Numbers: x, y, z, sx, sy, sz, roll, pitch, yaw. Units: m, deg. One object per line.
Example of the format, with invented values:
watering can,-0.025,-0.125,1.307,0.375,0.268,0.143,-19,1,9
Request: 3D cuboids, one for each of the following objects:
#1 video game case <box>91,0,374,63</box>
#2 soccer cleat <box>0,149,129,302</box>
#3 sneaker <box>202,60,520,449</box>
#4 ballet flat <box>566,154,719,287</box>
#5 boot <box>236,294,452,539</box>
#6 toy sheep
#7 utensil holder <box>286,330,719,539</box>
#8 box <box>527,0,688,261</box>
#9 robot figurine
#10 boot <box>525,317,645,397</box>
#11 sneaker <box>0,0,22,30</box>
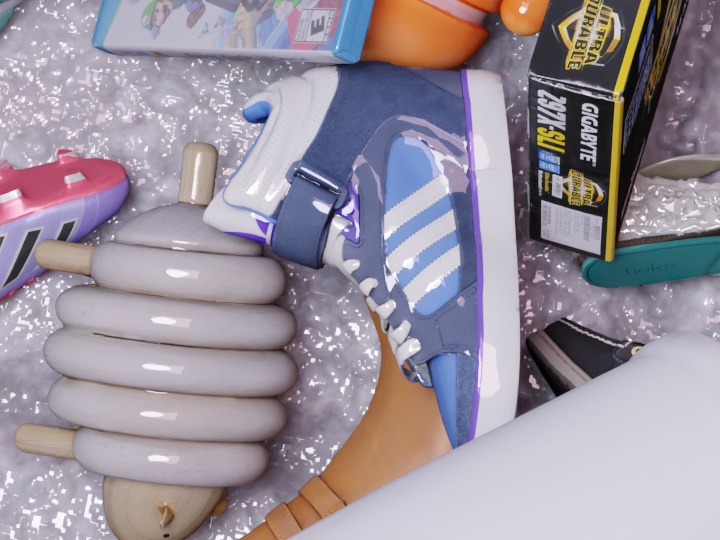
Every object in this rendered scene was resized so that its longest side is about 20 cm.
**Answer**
video game case,-0.052,-0.174,1.310,0.018,0.199,0.144,19,83,-40
soccer cleat,-0.205,0.002,1.349,0.199,0.067,0.077,-23,112,-5
sneaker,0.000,0.000,1.254,0.145,0.081,0.201,-2,75,2
ballet flat,0.199,-0.030,1.328,0.199,0.072,0.072,0,83,2
boot,0.002,0.102,1.318,0.154,0.074,0.201,-26,80,3
toy sheep,-0.094,0.038,1.301,0.137,0.138,0.201,5,96,3
utensil holder,0.084,0.142,1.117,0.199,0.170,0.171,-24,82,-17
box,0.125,-0.130,1.267,0.049,0.160,0.201,13,65,12
robot figurine,0.036,-0.180,1.317,0.143,0.117,0.201,26,100,-12
boot,0.182,0.041,1.278,0.150,0.200,0.073,-42,123,-9
sneaker,-0.188,-0.200,1.346,0.199,0.078,0.141,-29,77,14
